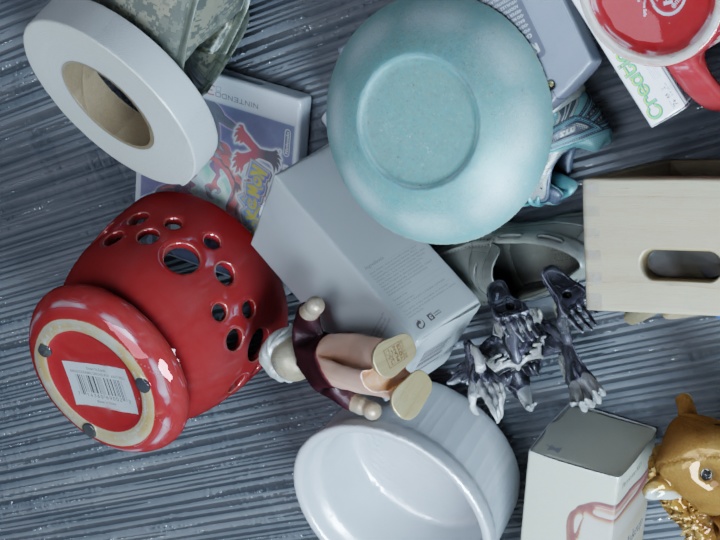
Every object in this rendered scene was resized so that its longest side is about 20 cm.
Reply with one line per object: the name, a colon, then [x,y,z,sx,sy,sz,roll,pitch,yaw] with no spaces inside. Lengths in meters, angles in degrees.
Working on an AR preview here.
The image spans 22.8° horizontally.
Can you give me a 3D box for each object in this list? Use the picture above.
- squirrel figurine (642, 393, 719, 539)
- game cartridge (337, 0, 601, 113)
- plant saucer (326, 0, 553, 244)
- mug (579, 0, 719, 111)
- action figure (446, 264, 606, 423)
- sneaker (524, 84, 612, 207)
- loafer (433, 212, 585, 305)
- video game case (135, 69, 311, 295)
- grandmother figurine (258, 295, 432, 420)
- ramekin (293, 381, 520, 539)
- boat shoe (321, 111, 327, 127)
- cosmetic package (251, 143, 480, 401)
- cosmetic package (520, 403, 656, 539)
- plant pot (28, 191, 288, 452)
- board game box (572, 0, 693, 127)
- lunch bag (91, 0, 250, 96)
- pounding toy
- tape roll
squirrel figurine: [0.298,0.185,1.429,0.186,0.142,0.200,30,160,-19]
game cartridge: [0.088,-0.165,1.425,0.199,0.042,0.134,-26,90,28]
plant saucer: [0.053,-0.118,1.410,0.200,0.039,0.202,5,101,26]
mug: [0.254,-0.205,1.270,0.133,0.200,0.178,-34,91,36]
action figure: [0.137,0.077,1.486,0.200,0.118,0.102,94,161,-65]
sneaker: [0.129,-0.077,1.485,0.086,0.078,0.200,46,127,3]
loafer: [0.123,-0.005,1.519,0.199,0.070,0.070,-17,104,40]
video game case: [-0.134,-0.093,1.678,0.182,0.023,0.201,19,119,25]
grandmother figurine: [-0.024,0.077,1.529,0.200,0.060,0.122,1,111,56]
ramekin: [0.047,0.192,1.617,0.200,0.098,0.201,18,131,22]
boat shoe: [0.054,-0.153,1.507,0.200,0.072,0.068,-29,92,30]
cosmetic package: [0.000,0.000,1.562,0.200,0.081,0.113,51,148,16]
cosmetic package: [0.195,0.233,1.560,0.087,0.103,0.201,14,119,25]
plant pot: [-0.195,0.052,1.661,0.200,0.182,0.201,19,129,25]
board game box: [0.190,-0.208,1.355,0.035,0.126,0.201,-32,91,20]
lunch bag: [-0.181,-0.268,1.571,0.164,0.118,0.201,31,127,18]
pounding toy: [0.261,-0.010,1.379,0.199,0.184,0.143,2,99,32]
tape roll: [-0.216,-0.160,1.604,0.202,0.037,0.203,33,156,17]
